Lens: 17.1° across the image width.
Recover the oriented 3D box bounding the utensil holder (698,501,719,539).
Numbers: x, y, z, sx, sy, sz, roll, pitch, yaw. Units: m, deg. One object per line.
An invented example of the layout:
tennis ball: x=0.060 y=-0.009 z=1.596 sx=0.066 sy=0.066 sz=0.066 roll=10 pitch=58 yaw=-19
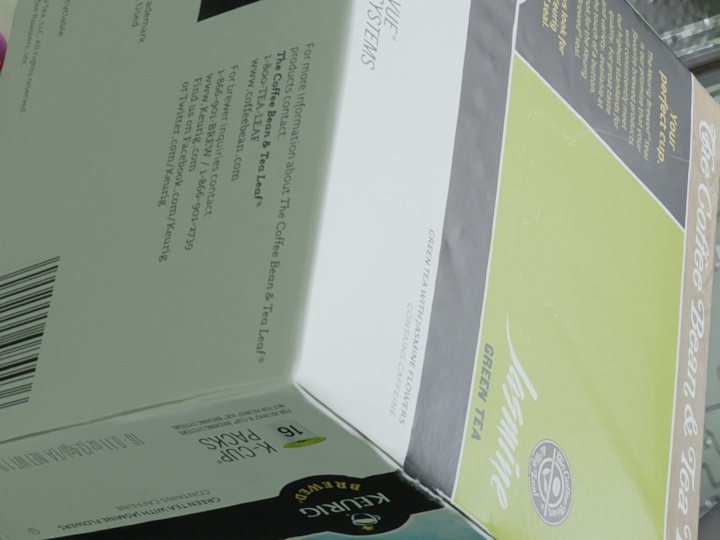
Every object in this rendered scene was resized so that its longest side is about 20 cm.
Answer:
utensil holder: x=0.132 y=0.162 z=0.728 sx=0.200 sy=0.170 sz=0.170 roll=-40 pitch=87 yaw=-13

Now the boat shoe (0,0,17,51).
boat shoe: x=-0.096 y=-0.097 z=0.790 sx=0.071 sy=0.070 sz=0.201 roll=-42 pitch=85 yaw=-8

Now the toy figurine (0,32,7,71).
toy figurine: x=-0.159 y=-0.034 z=0.705 sx=0.183 sy=0.150 sz=0.201 roll=6 pitch=66 yaw=-35

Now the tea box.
tea box: x=0.000 y=0.000 z=0.682 sx=0.197 sy=0.133 sz=0.201 roll=40 pitch=47 yaw=-41
